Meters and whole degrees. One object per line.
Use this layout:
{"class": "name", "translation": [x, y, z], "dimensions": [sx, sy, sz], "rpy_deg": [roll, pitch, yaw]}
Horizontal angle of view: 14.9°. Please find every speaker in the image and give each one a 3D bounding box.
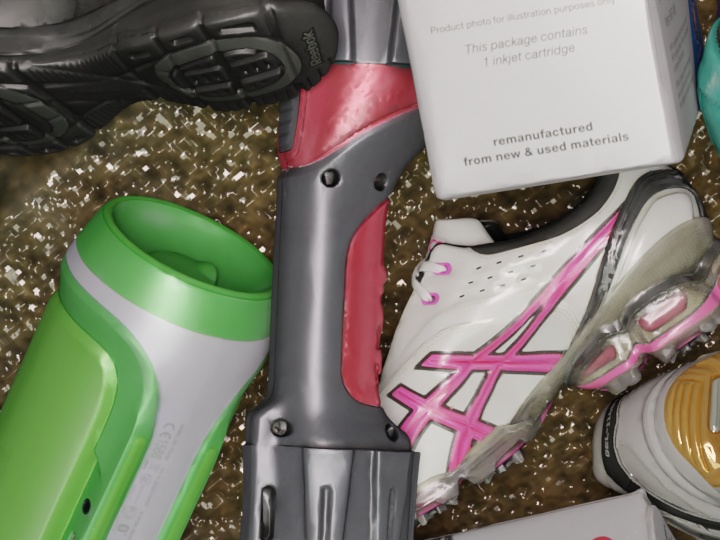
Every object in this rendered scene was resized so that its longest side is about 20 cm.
{"class": "speaker", "translation": [-0.101, 0.076, 1.022], "dimensions": [0.088, 0.089, 0.201], "rpy_deg": [23, 109, -8]}

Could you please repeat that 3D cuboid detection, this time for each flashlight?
{"class": "flashlight", "translation": [0.000, 0.000, 0.970], "dimensions": [0.067, 0.068, 0.202], "rpy_deg": [0, 88, 25]}

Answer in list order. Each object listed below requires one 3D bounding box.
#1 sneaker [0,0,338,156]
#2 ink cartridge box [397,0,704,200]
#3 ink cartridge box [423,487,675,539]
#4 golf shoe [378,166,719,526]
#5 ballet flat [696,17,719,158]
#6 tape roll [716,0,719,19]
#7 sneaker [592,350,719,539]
{"class": "sneaker", "translation": [-0.098, -0.097, 0.970], "dimensions": [0.199, 0.091, 0.076], "rpy_deg": [-7, 156, 20]}
{"class": "ink cartridge box", "translation": [0.055, -0.140, 0.896], "dimensions": [0.084, 0.145, 0.201], "rpy_deg": [-9, 102, 13]}
{"class": "ink cartridge box", "translation": [0.029, 0.181, 1.004], "dimensions": [0.199, 0.146, 0.084], "rpy_deg": [-14, 145, 16]}
{"class": "golf shoe", "translation": [0.042, 0.028, 1.018], "dimensions": [0.199, 0.073, 0.092], "rpy_deg": [-35, 93, 5]}
{"class": "ballet flat", "translation": [0.208, -0.053, 0.906], "dimensions": [0.198, 0.068, 0.071], "rpy_deg": [2, 134, -1]}
{"class": "tape roll", "translation": [0.229, -0.077, 0.968], "dimensions": [0.198, 0.085, 0.201], "rpy_deg": [0, 111, 0]}
{"class": "sneaker", "translation": [0.175, 0.082, 1.040], "dimensions": [0.199, 0.087, 0.076], "rpy_deg": [27, 65, -27]}
